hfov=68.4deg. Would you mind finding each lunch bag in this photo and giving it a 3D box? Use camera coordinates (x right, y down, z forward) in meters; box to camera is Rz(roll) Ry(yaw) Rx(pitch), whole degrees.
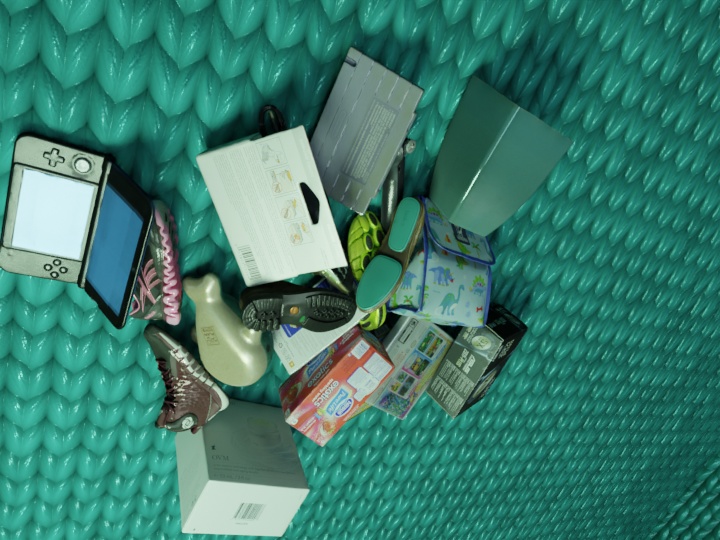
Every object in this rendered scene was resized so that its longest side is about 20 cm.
[{"bbox_3d":[0.149,-0.013,0.947,0.165,0.126,0.209,15,78,-33],"label":"lunch bag"}]

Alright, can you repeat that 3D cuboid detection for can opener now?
[{"bbox_3d":[0.052,-0.153,0.868,0.064,0.076,0.206,-48,144,-40],"label":"can opener"}]

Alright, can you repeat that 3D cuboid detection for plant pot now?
[{"bbox_3d":[0.208,-0.174,0.868,0.137,0.143,0.204,16,117,-31],"label":"plant pot"}]

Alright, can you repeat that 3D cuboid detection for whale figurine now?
[{"bbox_3d":[-0.215,0.088,0.876,0.154,0.104,0.206,-10,112,31],"label":"whale figurine"}]

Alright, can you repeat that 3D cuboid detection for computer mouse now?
[{"bbox_3d":[-0.098,-0.141,0.778,0.057,0.034,0.205,-21,110,14],"label":"computer mouse"}]

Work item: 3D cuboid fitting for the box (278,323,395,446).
[{"bbox_3d":[-0.045,0.194,0.949,0.099,0.096,0.201,40,96,-27],"label":"box"}]

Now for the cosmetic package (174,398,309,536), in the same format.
[{"bbox_3d":[-0.222,0.353,0.973,0.195,0.201,0.125,21,110,-34],"label":"cosmetic package"}]

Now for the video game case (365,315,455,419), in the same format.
[{"bbox_3d":[0.090,0.189,1.053,0.181,0.024,0.203,35,92,-43],"label":"video game case"}]

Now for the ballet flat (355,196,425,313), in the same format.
[{"bbox_3d":[0.056,-0.021,0.872,0.207,0.066,0.072,-68,157,-2],"label":"ballet flat"}]

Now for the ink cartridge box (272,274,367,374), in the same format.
[{"bbox_3d":[-0.072,0.083,0.916,0.198,0.096,0.037,-39,171,18],"label":"ink cartridge box"}]

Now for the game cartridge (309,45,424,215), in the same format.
[{"bbox_3d":[-0.001,-0.200,0.783,0.126,0.039,0.204,26,111,-7],"label":"game cartridge"}]

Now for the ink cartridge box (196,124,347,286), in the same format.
[{"bbox_3d":[-0.118,-0.089,0.752,0.169,0.045,0.207,-10,113,19],"label":"ink cartridge box"}]

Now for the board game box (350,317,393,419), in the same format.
[{"bbox_3d":[-0.004,0.206,1.071,0.195,0.057,0.168,-28,131,-6],"label":"board game box"}]

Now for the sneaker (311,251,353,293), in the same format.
[{"bbox_3d":[-0.094,-0.027,0.854,0.199,0.078,0.088,42,124,-11],"label":"sneaker"}]

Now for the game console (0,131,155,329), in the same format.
[{"bbox_3d":[-0.376,-0.045,0.694,0.165,0.119,0.205,12,116,-30],"label":"game console"}]

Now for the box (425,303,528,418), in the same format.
[{"bbox_3d":[0.246,0.186,1.112,0.161,0.085,0.205,-6,128,-55],"label":"box"}]

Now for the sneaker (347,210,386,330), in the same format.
[{"bbox_3d":[0.000,0.000,0.926,0.071,0.083,0.209,-9,106,-25],"label":"sneaker"}]

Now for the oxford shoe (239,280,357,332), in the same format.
[{"bbox_3d":[-0.096,0.046,0.837,0.193,0.085,0.075,8,114,-28],"label":"oxford shoe"}]

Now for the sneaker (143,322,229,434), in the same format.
[{"bbox_3d":[-0.310,0.193,0.868,0.116,0.075,0.203,-47,117,-24],"label":"sneaker"}]

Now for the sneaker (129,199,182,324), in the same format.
[{"bbox_3d":[-0.316,-0.006,0.784,0.091,0.080,0.207,1,120,-11],"label":"sneaker"}]
